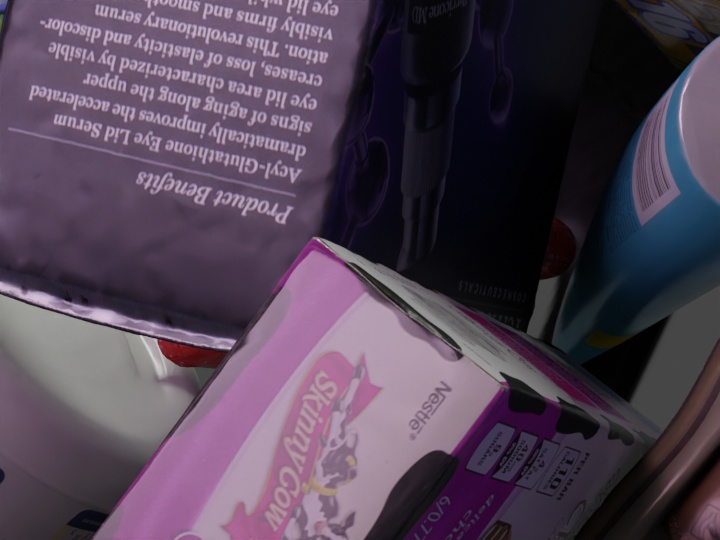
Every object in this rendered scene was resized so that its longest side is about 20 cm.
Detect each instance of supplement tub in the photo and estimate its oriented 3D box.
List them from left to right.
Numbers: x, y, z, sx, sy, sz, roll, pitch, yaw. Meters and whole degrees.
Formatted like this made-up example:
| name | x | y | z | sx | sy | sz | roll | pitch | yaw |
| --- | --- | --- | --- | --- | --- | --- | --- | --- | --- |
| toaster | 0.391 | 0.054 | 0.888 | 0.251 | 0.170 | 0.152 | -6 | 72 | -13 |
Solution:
| name | x | y | z | sx | sy | sz | roll | pitch | yaw |
| --- | --- | --- | --- | --- | --- | --- | --- | --- | --- |
| supplement tub | -0.165 | 0.073 | 0.984 | 0.200 | 0.145 | 0.145 | -42 | 36 | 20 |

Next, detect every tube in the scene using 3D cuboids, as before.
| name | x | y | z | sx | sy | sz | roll | pitch | yaw |
| --- | --- | --- | --- | --- | --- | --- | --- | --- | --- |
| tube | 0.084 | -0.018 | 0.778 | 0.077 | 0.050 | 0.200 | -59 | 2 | -12 |

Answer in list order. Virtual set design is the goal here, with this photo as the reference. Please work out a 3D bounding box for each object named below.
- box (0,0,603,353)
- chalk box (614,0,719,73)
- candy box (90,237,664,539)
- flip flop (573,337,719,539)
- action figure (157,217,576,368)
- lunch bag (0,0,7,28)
| name | x | y | z | sx | sy | sz | roll | pitch | yaw |
| --- | --- | --- | --- | --- | --- | --- | --- | --- | --- |
| box | -0.009 | -0.077 | 0.767 | 0.104 | 0.148 | 0.200 | 13 | 92 | 24 |
| chalk box | 0.163 | -0.093 | 0.711 | 0.200 | 0.124 | 0.125 | 24 | 80 | 40 |
| candy box | 0.004 | 0.076 | 0.723 | 0.061 | 0.200 | 0.136 | 39 | 96 | 20 |
| flip flop | 0.098 | 0.078 | 0.722 | 0.058 | 0.081 | 0.200 | 26 | 77 | 41 |
| action figure | 0.000 | 0.000 | 0.902 | 0.200 | 0.052 | 0.066 | -7 | 72 | 54 |
| lunch bag | -0.110 | -0.141 | 1.155 | 0.200 | 0.082 | 0.161 | -4 | 56 | 49 |
